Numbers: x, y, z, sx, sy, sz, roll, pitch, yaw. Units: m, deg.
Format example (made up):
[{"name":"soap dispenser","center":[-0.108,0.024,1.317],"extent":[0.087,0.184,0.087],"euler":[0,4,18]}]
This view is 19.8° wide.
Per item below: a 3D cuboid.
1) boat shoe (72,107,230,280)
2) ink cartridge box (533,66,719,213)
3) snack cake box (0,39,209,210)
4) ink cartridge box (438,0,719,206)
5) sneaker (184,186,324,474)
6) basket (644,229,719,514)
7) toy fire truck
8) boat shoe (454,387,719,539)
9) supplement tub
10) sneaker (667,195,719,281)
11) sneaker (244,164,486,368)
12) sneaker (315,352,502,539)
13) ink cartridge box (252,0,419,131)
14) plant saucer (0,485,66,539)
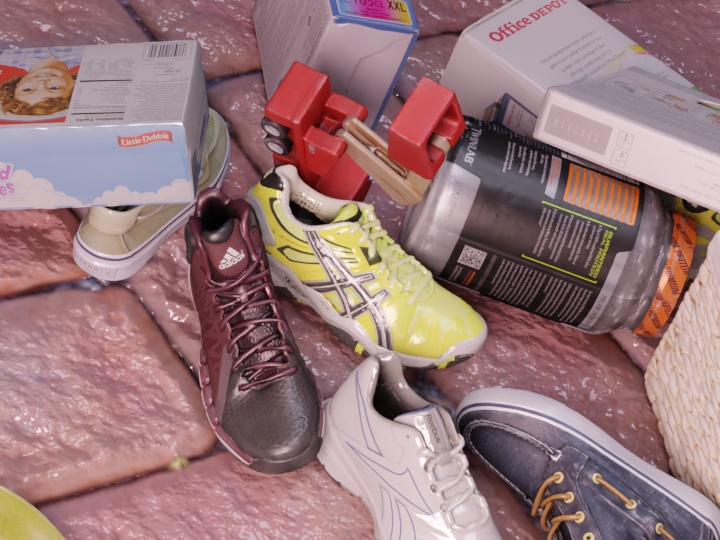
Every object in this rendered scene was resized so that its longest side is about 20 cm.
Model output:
[{"name":"boat shoe","center":[-0.141,-0.068,1.480],"extent":[0.072,0.062,0.200],"euler":[26,41,2]},{"name":"ink cartridge box","center":[0.254,-0.093,1.549],"extent":[0.200,0.045,0.176],"euler":[24,20,22]},{"name":"snack cake box","center":[-0.209,-0.098,1.414],"extent":[0.200,0.067,0.115],"euler":[-2,36,4]},{"name":"ink cartridge box","center":[0.180,-0.131,1.687],"extent":[0.200,0.088,0.145],"euler":[40,42,15]},{"name":"sneaker","center":[-0.081,0.029,1.349],"extent":[0.076,0.116,0.200],"euler":[-18,54,-7]},{"name":"basket","center":[0.325,0.099,1.456],"extent":[0.200,0.161,0.198],"euler":[10,43,-18]},{"name":"toy fire truck","center":[0.002,-0.084,1.460],"extent":[0.141,0.200,0.049],"euler":[26,69,15]},{"name":"boat shoe","center":[0.141,0.155,1.374],"extent":[0.200,0.071,0.091],"euler":[28,47,9]},{"name":"supplement tub","center":[0.138,-0.028,1.529],"extent":[0.200,0.123,0.123],"euler":[21,41,-5]},{"name":"sneaker","center":[0.319,-0.048,1.674],"extent":[0.200,0.076,0.075],"euler":[-20,55,-41]},{"name":"sneaker","center":[0.000,0.000,1.454],"extent":[0.200,0.076,0.075],"euler":[28,40,5]},{"name":"sneaker","center":[0.039,0.139,1.329],"extent":[0.074,0.087,0.200],"euler":[-16,56,-40]},{"name":"ink cartridge box","center":[-0.025,-0.207,1.628],"extent":[0.076,0.137,0.200],"euler":[7,44,-22]},{"name":"plant saucer","center":[-0.252,0.194,1.170],"extent":[0.200,0.031,0.200],"euler":[14,42,-13]}]
